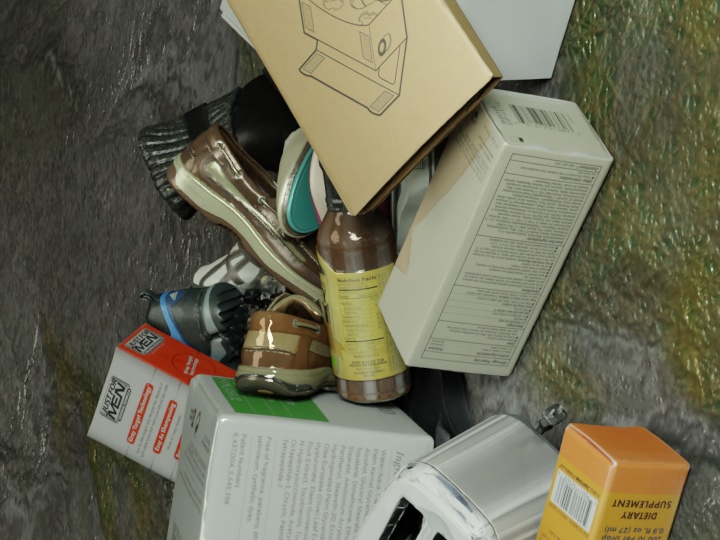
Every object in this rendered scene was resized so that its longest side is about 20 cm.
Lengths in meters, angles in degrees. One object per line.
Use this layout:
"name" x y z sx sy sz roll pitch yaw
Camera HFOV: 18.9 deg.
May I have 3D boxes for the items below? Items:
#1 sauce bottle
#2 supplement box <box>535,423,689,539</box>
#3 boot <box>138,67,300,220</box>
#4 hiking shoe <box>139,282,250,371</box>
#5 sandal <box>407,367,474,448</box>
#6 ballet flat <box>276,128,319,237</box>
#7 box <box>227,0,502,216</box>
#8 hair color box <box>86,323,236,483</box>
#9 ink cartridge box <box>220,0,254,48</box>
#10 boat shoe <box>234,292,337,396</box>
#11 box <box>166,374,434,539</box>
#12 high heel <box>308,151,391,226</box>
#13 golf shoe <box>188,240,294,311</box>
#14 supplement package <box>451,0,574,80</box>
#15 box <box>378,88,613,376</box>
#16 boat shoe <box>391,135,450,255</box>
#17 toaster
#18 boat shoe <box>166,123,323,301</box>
"sauce bottle" 0.000 0.000 1.677 0.065 0.065 0.201 -156 56 -63
"supplement box" 0.152 0.205 1.435 0.069 0.066 0.201 41 122 55
"boot" -0.105 -0.096 1.915 0.080 0.158 0.211 64 177 -29
"hiking shoe" -0.135 0.094 1.955 0.074 0.086 0.201 -60 -34 -53
"sandal" 0.063 0.145 1.652 0.076 0.043 0.200 -63 33 36
"ballet flat" -0.022 -0.116 1.797 0.200 0.069 0.069 -58 22 -14
"box" -0.002 -0.166 1.524 0.163 0.021 0.200 -45 67 38
"hair color box" -0.128 0.139 1.881 0.061 0.200 0.102 -45 -20 -60
"ink cartridge box" -0.045 -0.295 1.923 0.146 0.084 0.201 50 128 56
"boat shoe" -0.045 0.056 1.735 0.200 0.075 0.074 -11 -76 -78
"box" -0.054 0.199 1.688 0.199 0.171 0.201 -149 68 -78
"high heel" 0.002 -0.046 1.769 0.096 0.067 0.201 -7 -89 -80
"golf shoe" -0.084 -0.012 1.961 0.200 0.078 0.095 -4 77 53
"supplement package" 0.052 -0.261 1.578 0.200 0.147 0.192 32 115 35
"box" 0.095 -0.025 1.572 0.200 0.095 0.078 -66 31 30
"boat shoe" 0.059 -0.056 1.673 0.200 0.063 0.071 104 165 -76
"toaster" 0.073 0.188 1.499 0.114 0.129 0.200 44 128 22
"boat shoe" -0.065 -0.044 1.819 0.075 0.202 0.075 -49 9 16
